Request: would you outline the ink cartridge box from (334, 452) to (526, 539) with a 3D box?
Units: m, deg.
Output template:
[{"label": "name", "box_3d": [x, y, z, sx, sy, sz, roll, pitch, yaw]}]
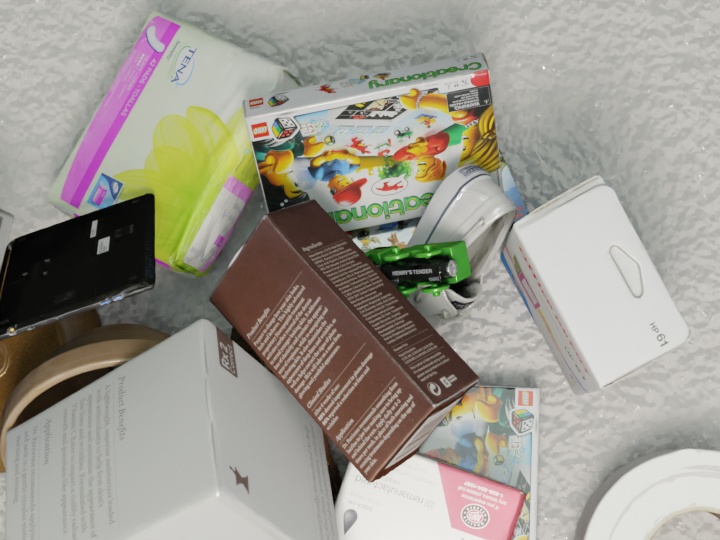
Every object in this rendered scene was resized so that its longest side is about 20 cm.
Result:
[{"label": "ink cartridge box", "box_3d": [0.035, 0.251, 1.164, 0.146, 0.083, 0.201, 18, 85, 5]}]

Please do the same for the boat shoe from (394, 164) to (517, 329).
[{"label": "boat shoe", "box_3d": [0.068, 0.010, 1.186, 0.065, 0.073, 0.201, 46, 132, 31]}]

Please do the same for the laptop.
[{"label": "laptop", "box_3d": [-0.241, 0.044, 1.136, 0.199, 0.177, 0.104, -19, 117, 1]}]

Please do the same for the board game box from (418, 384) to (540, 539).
[{"label": "board game box", "box_3d": [0.088, 0.198, 1.227, 0.126, 0.035, 0.201, 2, 84, 3]}]

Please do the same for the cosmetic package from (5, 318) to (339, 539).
[{"label": "cosmetic package", "box_3d": [-0.143, 0.178, 1.092, 0.199, 0.165, 0.165, -29, 44, 18]}]

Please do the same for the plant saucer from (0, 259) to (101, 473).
[{"label": "plant saucer", "box_3d": [-0.325, 0.077, 1.256, 0.199, 0.035, 0.201, 0, 83, 3]}]

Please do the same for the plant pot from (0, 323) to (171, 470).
[{"label": "plant pot", "box_3d": [-0.199, 0.111, 1.197, 0.200, 0.201, 0.093, -15, 45, 0]}]

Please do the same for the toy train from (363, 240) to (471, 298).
[{"label": "toy train", "box_3d": [0.000, 0.000, 1.164, 0.199, 0.056, 0.042, -4, 102, 37]}]

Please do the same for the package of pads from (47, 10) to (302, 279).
[{"label": "package of pads", "box_3d": [-0.156, -0.108, 1.238, 0.154, 0.068, 0.201, 27, 86, 22]}]

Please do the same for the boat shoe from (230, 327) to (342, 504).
[{"label": "boat shoe", "box_3d": [-0.062, 0.128, 1.229, 0.067, 0.072, 0.201, -13, 87, -30]}]

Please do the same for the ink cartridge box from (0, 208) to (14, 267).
[{"label": "ink cartridge box", "box_3d": [-0.356, 0.056, 1.155, 0.043, 0.173, 0.201, 24, 65, -34]}]

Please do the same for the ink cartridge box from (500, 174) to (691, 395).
[{"label": "ink cartridge box", "box_3d": [0.184, 0.018, 1.161, 0.084, 0.200, 0.145, -28, 83, -2]}]

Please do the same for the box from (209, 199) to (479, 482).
[{"label": "box", "box_3d": [-0.015, 0.053, 1.109, 0.200, 0.075, 0.100, 47, 125, 14]}]

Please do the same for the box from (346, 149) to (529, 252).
[{"label": "box", "box_3d": [0.030, -0.066, 1.258, 0.199, 0.038, 0.137, -24, 83, -1]}]

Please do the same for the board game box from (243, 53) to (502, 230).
[{"label": "board game box", "box_3d": [0.013, -0.099, 1.182, 0.199, 0.035, 0.127, -11, 126, 1]}]

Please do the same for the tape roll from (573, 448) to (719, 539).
[{"label": "tape roll", "box_3d": [0.278, 0.250, 1.197, 0.201, 0.071, 0.203, 0, 84, 1]}]
